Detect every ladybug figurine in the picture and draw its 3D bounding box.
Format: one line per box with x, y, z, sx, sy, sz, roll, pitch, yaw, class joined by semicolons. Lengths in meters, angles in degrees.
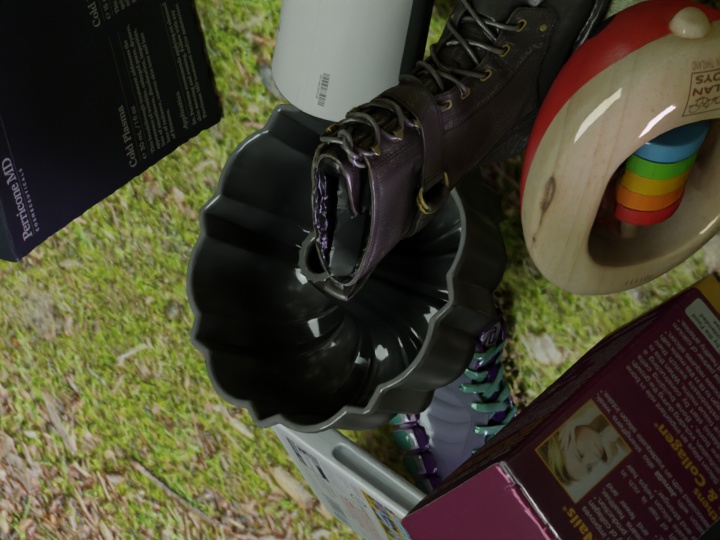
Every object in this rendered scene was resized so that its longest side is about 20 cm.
0.140;-0.068;1.402;0.200;0.136;0.072;108;143;-50;ladybug figurine

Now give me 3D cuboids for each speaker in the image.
0.005;-0.178;1.431;0.081;0.081;0.200;31;131;25;speaker

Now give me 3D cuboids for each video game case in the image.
0.036;0.160;1.690;0.182;0.023;0.200;35;168;20;video game case

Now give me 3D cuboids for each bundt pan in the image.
0.000;0.000;1.566;0.202;0.076;0.202;-13;68;36;bundt pan

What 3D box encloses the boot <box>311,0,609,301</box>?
0.044;-0.093;1.370;0.069;0.174;0.200;30;136;28;boot

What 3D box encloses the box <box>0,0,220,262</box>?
-0.197;-0.139;1.632;0.104;0.182;0.200;12;127;39;box

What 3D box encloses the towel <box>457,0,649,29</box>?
0.108;-0.177;1.411;0.148;0.036;0.200;44;142;11;towel

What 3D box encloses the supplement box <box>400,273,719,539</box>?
0.142;0.115;1.476;0.131;0.200;0.103;54;141;-1;supplement box

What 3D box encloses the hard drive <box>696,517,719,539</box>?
0.237;0.156;1.412;0.038;0.200;0.140;6;124;43;hard drive

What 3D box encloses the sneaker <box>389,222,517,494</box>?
0.060;0.068;1.628;0.087;0.074;0.200;-21;103;46;sneaker
